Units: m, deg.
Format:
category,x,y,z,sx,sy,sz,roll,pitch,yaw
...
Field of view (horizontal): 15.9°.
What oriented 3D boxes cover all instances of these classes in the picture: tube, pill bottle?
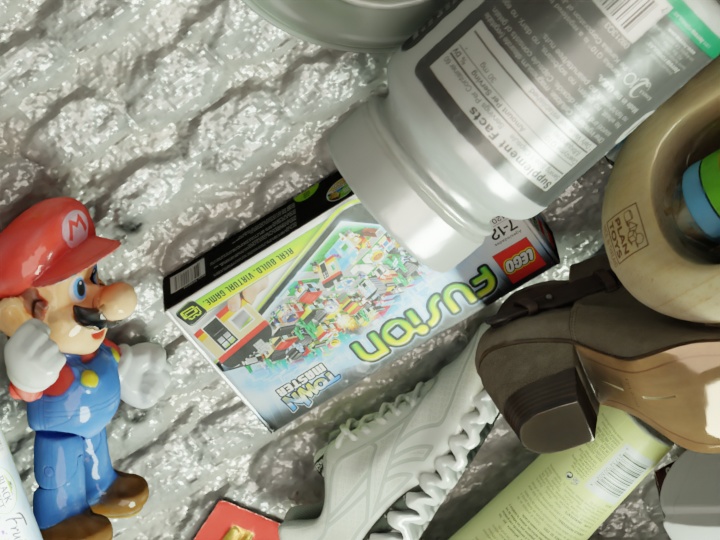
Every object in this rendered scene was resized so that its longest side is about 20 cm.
category,x,y,z,sx,sy,sz,roll,pitch,yaw
tube,0.101,0.153,1.530,0.200,0.058,0.052,-48,143,16
pill bottle,0.086,-0.099,1.313,0.200,0.113,0.113,-41,118,13

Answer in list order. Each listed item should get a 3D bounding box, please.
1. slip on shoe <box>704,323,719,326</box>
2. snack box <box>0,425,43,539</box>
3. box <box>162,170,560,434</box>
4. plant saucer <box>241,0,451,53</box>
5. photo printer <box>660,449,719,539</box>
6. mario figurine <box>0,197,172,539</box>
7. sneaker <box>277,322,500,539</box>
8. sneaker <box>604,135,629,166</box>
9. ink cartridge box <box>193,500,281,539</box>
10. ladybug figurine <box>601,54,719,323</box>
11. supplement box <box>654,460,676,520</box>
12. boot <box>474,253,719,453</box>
category,x,y,z,sx,sy,sz,roll,pitch,yaw
slip on shoe,0.262,0.066,1.400,0.200,0.061,0.076,33,103,15
snack box,-0.231,0.126,1.445,0.053,0.142,0.201,-29,126,-21
box,0.000,0.000,1.449,0.199,0.035,0.110,-32,121,15
plant saucer,0.013,-0.191,1.316,0.199,0.050,0.201,-2,123,-4
photo printer,0.277,0.173,1.399,0.166,0.070,0.200,-5,135,42
mario figurine,-0.148,0.056,1.417,0.105,0.123,0.201,-12,113,-13
sneaker,0.022,0.107,1.504,0.081,0.075,0.200,35,108,5
sneaker,0.197,-0.070,1.403,0.200,0.075,0.087,35,108,-25
ink cartridge box,-0.037,0.244,1.600,0.199,0.050,0.161,23,118,-22
ladybug figurine,0.209,-0.046,1.315,0.200,0.136,0.072,-29,157,38
supplement box,0.284,0.124,1.483,0.199,0.061,0.109,-29,122,15
boot,0.158,0.035,1.387,0.199,0.146,0.071,-8,119,9
